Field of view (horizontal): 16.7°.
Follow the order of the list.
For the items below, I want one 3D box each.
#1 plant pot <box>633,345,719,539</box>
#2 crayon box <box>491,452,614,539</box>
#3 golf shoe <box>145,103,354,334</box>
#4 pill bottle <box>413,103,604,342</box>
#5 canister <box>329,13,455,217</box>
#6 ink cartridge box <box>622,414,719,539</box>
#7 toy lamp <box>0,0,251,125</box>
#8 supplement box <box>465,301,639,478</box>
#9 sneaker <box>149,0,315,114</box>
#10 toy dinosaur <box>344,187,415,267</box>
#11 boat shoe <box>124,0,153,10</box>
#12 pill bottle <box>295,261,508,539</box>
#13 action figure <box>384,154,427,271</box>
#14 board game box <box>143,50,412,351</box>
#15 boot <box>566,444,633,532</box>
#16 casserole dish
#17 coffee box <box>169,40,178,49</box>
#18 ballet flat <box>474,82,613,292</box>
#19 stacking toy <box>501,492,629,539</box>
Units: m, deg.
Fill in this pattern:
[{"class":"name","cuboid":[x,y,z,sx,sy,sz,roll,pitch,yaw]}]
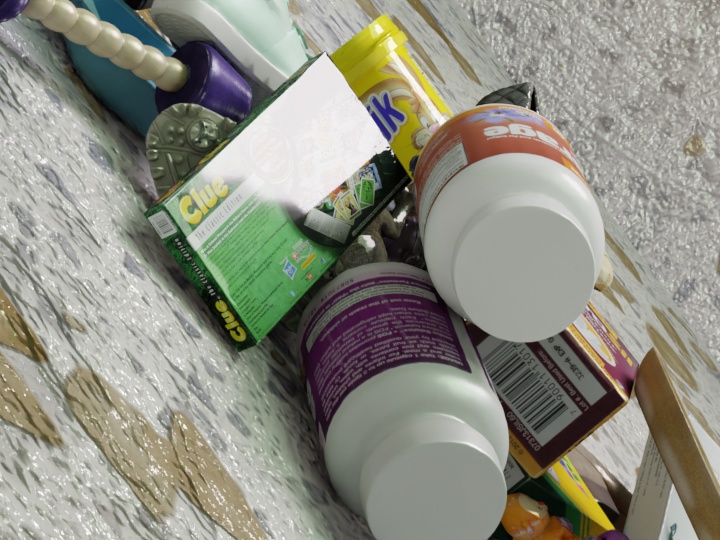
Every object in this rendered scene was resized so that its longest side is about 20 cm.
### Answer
[{"class":"plant pot","cuboid":[0.229,0.147,1.654,0.200,0.027,0.201,-24,90,-83]},{"class":"crayon box","cuboid":[0.087,0.111,1.770,0.201,0.058,0.172,58,13,31]},{"class":"golf shoe","cuboid":[-0.076,-0.028,1.587,0.200,0.078,0.097,50,-9,-21]},{"class":"pill bottle","cuboid":[0.093,-0.028,1.523,0.112,0.112,0.200,48,10,-15]},{"class":"canister","cuboid":[0.022,-0.072,1.873,0.200,0.148,0.087,52,10,-3]},{"class":"ink cartridge box","cuboid":[0.261,0.240,1.848,0.174,0.043,0.201,45,46,-28]},{"class":"toy lamp","cuboid":[-0.150,-0.140,1.533,0.199,0.058,0.058,27,24,-41]},{"class":"supplement box","cuboid":[0.126,0.062,1.701,0.111,0.086,0.200,51,10,2]},{"class":"sneaker","cuboid":[-0.052,-0.169,1.645,0.073,0.119,0.200,11,-21,36]},{"class":"toy dinosaur","cuboid":[0.000,0.000,1.679,0.102,0.077,0.202,-23,109,-56]},{"class":"boat shoe","cuboid":[-0.176,-0.218,1.745,0.200,0.067,0.072,177,-110,-77]},{"class":"pill bottle","cuboid":[0.027,0.087,1.472,0.112,0.112,0.200,46,12,-26]},{"class":"action figure","cuboid":[0.008,-0.038,1.783,0.199,0.130,0.069,31,17,-30]},{"class":"board game box","cuboid":[-0.048,-0.046,1.523,0.105,0.023,0.200,58,43,-14]},{"class":"boot","cuboid":[0.176,0.177,1.915,0.200,0.070,0.146,51,0,-41]},{"class":"casserole dish","cuboid":[-0.140,-0.122,1.663,0.200,0.039,0.121,41,15,-40]},{"class":"coffee box","cuboid":[-0.116,-0.210,1.768,0.200,0.044,0.123,97,-32,-65]},{"class":"ballet flat","cuboid":[0.140,-0.065,1.822,0.066,0.057,0.201,43,16,-53]},{"class":"stacking toy","cuboid":[0.167,0.219,1.650,0.200,0.110,0.116,45,12,-8]}]
